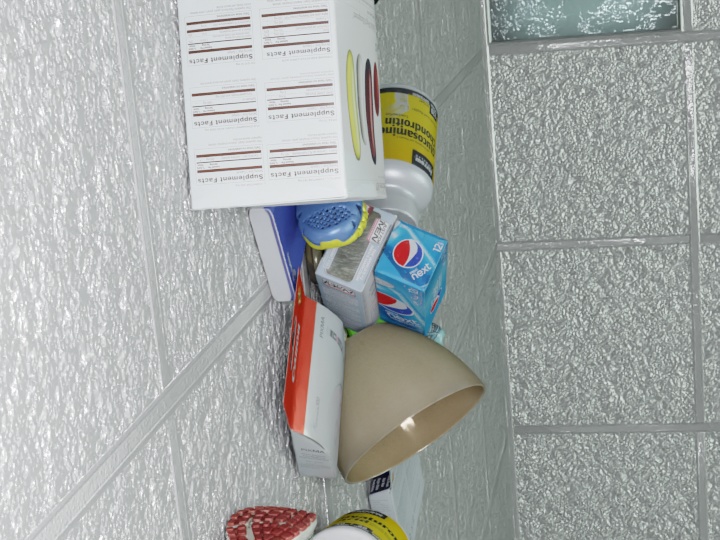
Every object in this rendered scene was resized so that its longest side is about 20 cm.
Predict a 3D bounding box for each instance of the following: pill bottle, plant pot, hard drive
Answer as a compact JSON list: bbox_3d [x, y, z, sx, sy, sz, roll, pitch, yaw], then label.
[{"bbox_3d":[0.000,0.334,1.638,0.200,0.111,0.112,6,82,-79],"label":"pill bottle"},{"bbox_3d":[0.031,0.142,1.711,0.135,0.200,0.200,56,3,18],"label":"plant pot"},{"bbox_3d":[-0.079,-0.085,1.542,0.201,0.025,0.132,-81,164,-45],"label":"hard drive"},{"bbox_3d":[0.042,-0.138,1.886,0.112,0.111,0.201,71,20,-54],"label":"pill bottle"}]

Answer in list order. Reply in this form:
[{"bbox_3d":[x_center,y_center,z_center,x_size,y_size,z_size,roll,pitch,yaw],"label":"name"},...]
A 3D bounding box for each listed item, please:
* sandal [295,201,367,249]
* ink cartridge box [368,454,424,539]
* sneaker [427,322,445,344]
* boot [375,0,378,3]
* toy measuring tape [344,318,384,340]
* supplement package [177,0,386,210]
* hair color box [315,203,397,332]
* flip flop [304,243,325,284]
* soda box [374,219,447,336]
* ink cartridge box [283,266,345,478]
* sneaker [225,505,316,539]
[{"bbox_3d":[-0.037,-0.108,1.523,0.087,0.079,0.201,69,13,-47],"label":"sandal"},{"bbox_3d":[0.050,0.294,2.058,0.200,0.040,0.201,-73,157,-57],"label":"ink cartridge box"},{"bbox_3d":[0.055,0.145,1.896,0.078,0.086,0.201,-79,-173,-55],"label":"sneaker"},{"bbox_3d":[-0.023,-0.311,1.722,0.200,0.076,0.169,41,44,-65],"label":"boot"},{"bbox_3d":[0.008,0.071,1.826,0.074,0.073,0.201,70,21,-55],"label":"toy measuring tape"},{"bbox_3d":[-0.067,-0.161,1.318,0.191,0.146,0.201,-17,104,-78],"label":"supplement package"},{"bbox_3d":[0.000,0.000,1.677,0.200,0.060,0.099,82,31,-73],"label":"hair color box"},{"bbox_3d":[-0.026,-0.075,1.709,0.081,0.057,0.201,64,29,-53],"label":"flip flop"},{"bbox_3d":[0.060,0.013,1.661,0.200,0.064,0.068,80,34,-72],"label":"soda box"},{"bbox_3d":[-0.047,0.114,1.547,0.200,0.057,0.163,94,1,-61],"label":"ink cartridge box"},{"bbox_3d":[-0.096,0.278,1.306,0.200,0.077,0.083,-45,136,-62],"label":"sneaker"}]
